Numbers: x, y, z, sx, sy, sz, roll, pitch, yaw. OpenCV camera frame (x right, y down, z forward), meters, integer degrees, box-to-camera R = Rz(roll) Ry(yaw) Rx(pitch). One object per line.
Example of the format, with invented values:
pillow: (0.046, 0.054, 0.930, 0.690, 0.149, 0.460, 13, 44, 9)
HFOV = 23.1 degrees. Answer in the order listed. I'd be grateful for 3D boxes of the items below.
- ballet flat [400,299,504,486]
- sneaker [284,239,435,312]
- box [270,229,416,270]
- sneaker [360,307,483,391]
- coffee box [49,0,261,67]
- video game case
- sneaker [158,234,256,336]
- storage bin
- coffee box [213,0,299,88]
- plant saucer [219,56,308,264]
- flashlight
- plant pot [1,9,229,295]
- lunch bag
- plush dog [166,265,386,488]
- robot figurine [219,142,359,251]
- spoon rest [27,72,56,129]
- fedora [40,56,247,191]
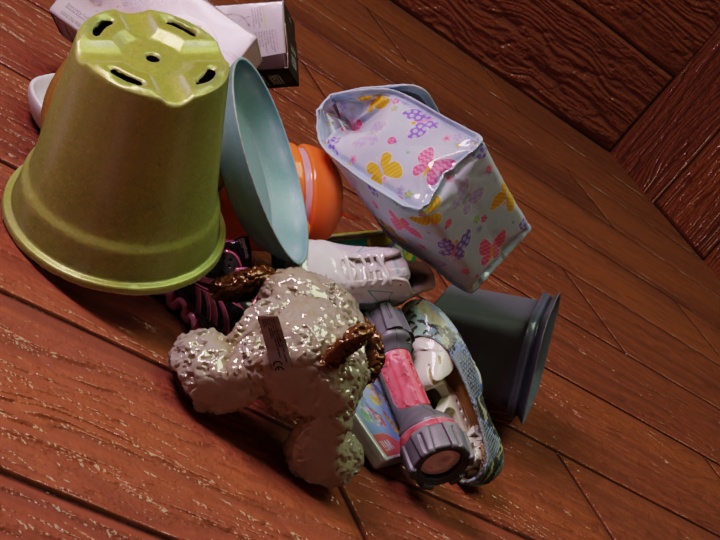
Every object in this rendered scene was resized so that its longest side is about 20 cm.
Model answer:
ballet flat: (0.086, 0.125, 1.767, 0.201, 0.074, 0.074, 63, 17, 1)
sneaker: (0.000, 0.000, 1.743, 0.200, 0.080, 0.071, 5, 73, -55)
box: (-0.013, -0.018, 1.944, 0.200, 0.117, 0.049, -22, 107, -71)
sneaker: (0.037, 0.092, 1.846, 0.199, 0.079, 0.089, 32, 22, 2)
coffee box: (-0.220, -0.253, 1.893, 0.200, 0.113, 0.080, 37, -9, 8)
video game case: (-0.011, 0.101, 1.716, 0.200, 0.017, 0.143, 56, 17, 13)
sneaker: (-0.120, 0.018, 1.605, 0.200, 0.095, 0.079, 43, 22, 8)
storage bin: (0.142, 0.090, 2.001, 0.134, 0.146, 0.200, 14, 13, 10)
coffee box: (-0.175, -0.249, 1.998, 0.113, 0.199, 0.080, 47, 39, -83)
plant saucer: (-0.098, -0.098, 1.639, 0.200, 0.036, 0.201, -16, 90, -80)
flashlight: (0.048, 0.115, 1.693, 0.068, 0.068, 0.201, 41, 20, -46)
plant pot: (-0.194, -0.114, 1.499, 0.199, 0.185, 0.201, 12, 38, -9)
lunch bag: (0.057, -0.098, 1.801, 0.200, 0.127, 0.170, 33, -13, 39)
plush dog: (-0.048, 0.060, 1.518, 0.200, 0.161, 0.172, 34, 25, -17)
robot figurine: (-0.103, -0.076, 1.806, 0.199, 0.117, 0.144, 2, -13, -20)
spoon rest: (-0.288, -0.175, 1.817, 0.099, 0.061, 0.200, 38, 15, -8)
fedora: (-0.213, -0.144, 1.710, 0.200, 0.201, 0.082, 36, -3, -15)
